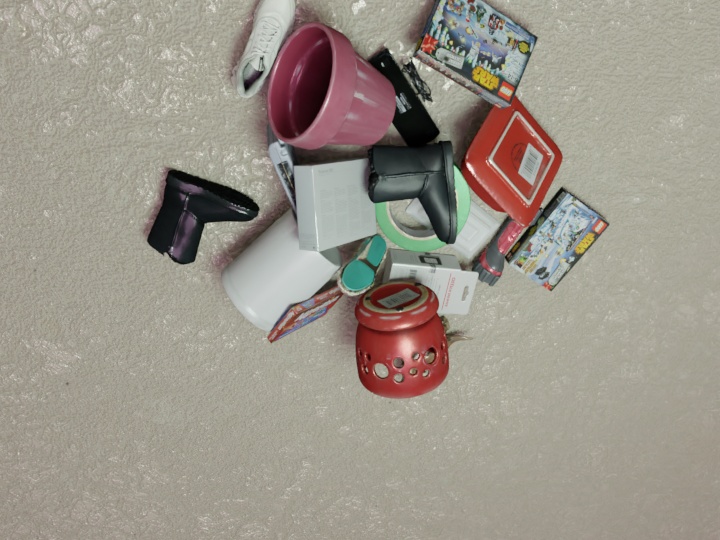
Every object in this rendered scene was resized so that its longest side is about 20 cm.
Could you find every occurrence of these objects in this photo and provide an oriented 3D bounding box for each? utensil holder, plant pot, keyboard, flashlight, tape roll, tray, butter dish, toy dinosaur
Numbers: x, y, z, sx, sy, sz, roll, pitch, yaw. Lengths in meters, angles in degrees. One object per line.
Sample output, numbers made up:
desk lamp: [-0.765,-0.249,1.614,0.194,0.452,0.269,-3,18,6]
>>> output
utensil holder: [-0.157,-0.005,1.275,0.199,0.171,0.170,-40,117,12]
plant pot: [-0.041,-0.306,1.101,0.177,0.201,0.202,7,123,-42]
plant pot: [0.080,0.132,1.292,0.196,0.201,0.186,-10,112,-1]
keyboard: [0.090,-0.335,1.200,0.103,0.040,0.201,-20,124,32]
flashlight: [0.320,-0.062,1.353,0.067,0.068,0.202,38,118,11]
tape roll: [0.125,-0.142,1.277,0.195,0.048,0.205,1,112,3]
tray: [0.202,-0.110,1.341,0.198,0.022,0.108,33,112,-23]
butter dish: [0.271,-0.207,1.232,0.199,0.147,0.202,40,67,-20]
toy dinosaur: [0.165,0.194,1.481,0.196,0.086,0.138,-18,133,-16]

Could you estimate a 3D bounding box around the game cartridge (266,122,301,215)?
game cartridge: [-0.128,-0.180,1.194,0.040,0.134,0.203,-18,123,7]

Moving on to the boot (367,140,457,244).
boot: [0.098,-0.144,1.197,0.164,0.077,0.205,-7,105,-1]

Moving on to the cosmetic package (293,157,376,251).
cosmetic package: [-0.043,-0.131,1.185,0.051,0.199,0.155,8,106,33]

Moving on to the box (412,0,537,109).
box: [0.207,-0.402,1.119,0.197,0.040,0.139,24,87,-15]

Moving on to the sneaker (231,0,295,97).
sneaker: [-0.169,-0.396,1.098,0.074,0.082,0.203,21,114,-16]

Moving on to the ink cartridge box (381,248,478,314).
ink cartridge box: [0.150,0.027,1.386,0.195,0.067,0.118,6,119,-10]

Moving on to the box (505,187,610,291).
box: [0.435,-0.065,1.386,0.135,0.040,0.201,29,112,-20]

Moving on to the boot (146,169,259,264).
boot: [-0.317,-0.090,1.253,0.196,0.077,0.171,19,112,-9]

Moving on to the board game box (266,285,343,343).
board game box: [-0.107,0.087,1.320,0.020,0.199,0.103,48,122,11]

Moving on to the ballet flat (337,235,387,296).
ballet flat: [0.000,0.000,1.288,0.076,0.200,0.064,43,131,-3]
